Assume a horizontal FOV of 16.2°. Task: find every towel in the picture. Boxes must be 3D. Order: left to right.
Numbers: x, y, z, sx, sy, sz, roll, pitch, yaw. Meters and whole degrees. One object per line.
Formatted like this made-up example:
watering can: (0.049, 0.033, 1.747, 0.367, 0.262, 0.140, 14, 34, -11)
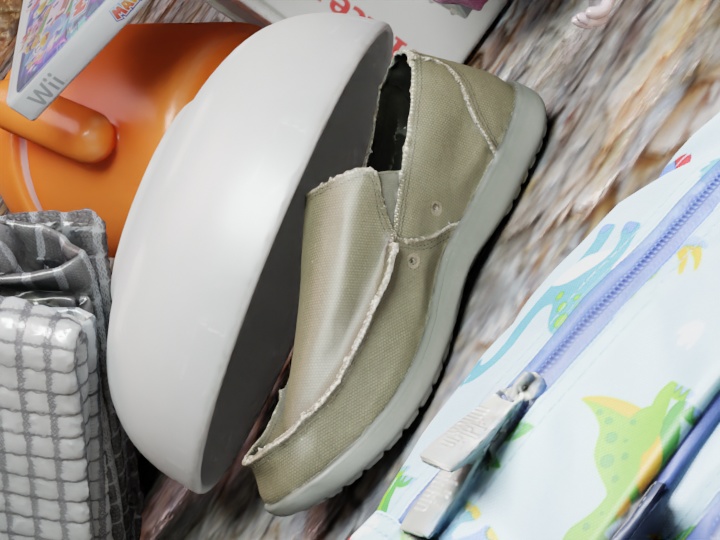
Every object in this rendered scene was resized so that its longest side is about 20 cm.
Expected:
towel: (-0.177, 0.057, 1.047, 0.086, 0.165, 0.201, -72, -14, -47)

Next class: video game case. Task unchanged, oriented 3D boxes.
video game case: (-0.084, -0.171, 1.105, 0.200, 0.018, 0.144, -42, 29, 29)

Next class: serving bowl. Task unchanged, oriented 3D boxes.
serving bowl: (-0.053, -0.015, 1.010, 0.200, 0.066, 0.201, 21, -90, -84)

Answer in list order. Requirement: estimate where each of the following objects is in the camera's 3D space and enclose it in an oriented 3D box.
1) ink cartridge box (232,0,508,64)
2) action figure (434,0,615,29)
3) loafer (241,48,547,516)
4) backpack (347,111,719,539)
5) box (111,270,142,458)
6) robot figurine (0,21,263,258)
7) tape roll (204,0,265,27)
ink cartridge box: (0.019, -0.189, 1.137, 0.200, 0.145, 0.085, -54, 17, 7)
action figure: (0.101, -0.163, 0.987, 0.148, 0.135, 0.200, -12, 3, -36)
loafer: (0.000, 0.000, 0.939, 0.075, 0.070, 0.201, -32, 27, 57)
backpack: (0.088, 0.051, 0.417, 0.200, 0.163, 0.154, -54, 22, -22)
box: (-0.151, 0.079, 1.225, 0.200, 0.046, 0.159, -44, 14, -3)
robot figurine: (-0.100, -0.063, 1.221, 0.199, 0.117, 0.144, 2, 30, 40)
tape roll: (-0.022, -0.227, 1.370, 0.203, 0.139, 0.203, -51, 16, 20)
